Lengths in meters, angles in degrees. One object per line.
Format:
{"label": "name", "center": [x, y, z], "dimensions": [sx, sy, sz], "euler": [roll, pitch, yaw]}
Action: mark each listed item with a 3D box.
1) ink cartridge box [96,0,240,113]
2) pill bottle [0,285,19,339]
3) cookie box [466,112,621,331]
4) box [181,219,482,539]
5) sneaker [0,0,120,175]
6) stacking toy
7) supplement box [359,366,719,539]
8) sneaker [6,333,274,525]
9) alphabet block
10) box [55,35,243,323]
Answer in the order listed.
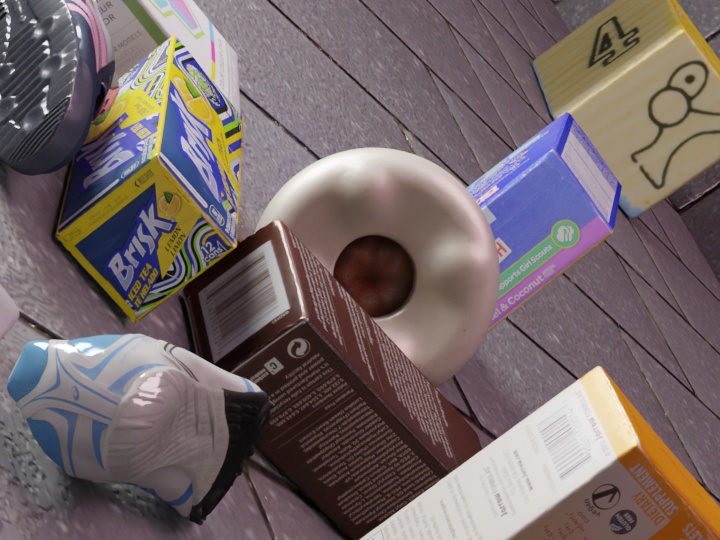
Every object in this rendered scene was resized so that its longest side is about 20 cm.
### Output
{"label": "ink cartridge box", "center": [-0.151, -0.162, 1.517], "dimensions": [0.200, 0.059, 0.104], "euler": [51, 13, -23]}
{"label": "pill bottle", "center": [-0.206, -0.037, 0.848], "dimensions": [0.200, 0.109, 0.110], "euler": [53, 12, -10]}
{"label": "cookie box", "center": [0.096, -0.021, 1.843], "dimensions": [0.075, 0.171, 0.200], "euler": [51, 13, -4]}
{"label": "box", "center": [-0.007, 0.077, 1.418], "dimensions": [0.200, 0.075, 0.100], "euler": [46, 15, -32]}
{"label": "sneaker", "center": [-0.148, -0.098, 1.333], "dimensions": [0.082, 0.070, 0.200], "euler": [45, 17, -32]}
{"label": "stacking toy", "center": [0.000, 0.000, 1.578], "dimensions": [0.146, 0.146, 0.200], "euler": [54, -3, -5]}
{"label": "supplement box", "center": [0.072, 0.157, 1.199], "dimensions": [0.126, 0.200, 0.074], "euler": [47, 11, -29]}
{"label": "sneaker", "center": [-0.092, 0.063, 1.143], "dimensions": [0.072, 0.072, 0.200], "euler": [31, -3, 18]}
{"label": "alphabet block", "center": [0.360, -0.221, 3.335], "dimensions": [0.195, 0.200, 0.197], "euler": [50, 13, -27]}
{"label": "box", "center": [-0.107, -0.051, 1.369], "dimensions": [0.064, 0.070, 0.200], "euler": [49, 13, -19]}
